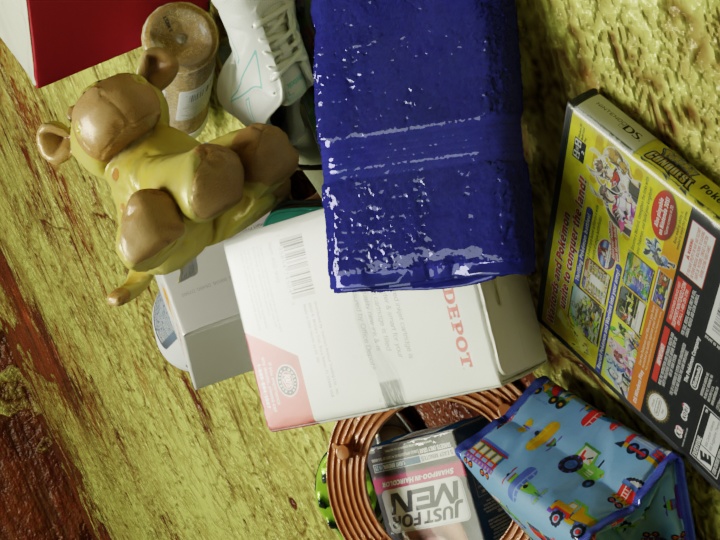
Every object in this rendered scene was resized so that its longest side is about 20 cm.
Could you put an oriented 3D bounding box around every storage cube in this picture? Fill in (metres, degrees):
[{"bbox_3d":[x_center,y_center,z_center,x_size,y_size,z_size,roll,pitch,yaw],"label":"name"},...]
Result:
[{"bbox_3d":[-0.249,-0.299,1.172,0.171,0.179,0.201,51,153,23],"label":"storage cube"}]

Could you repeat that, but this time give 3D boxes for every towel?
[{"bbox_3d":[0.040,-0.089,0.854,0.146,0.049,0.202,-5,89,30],"label":"towel"}]

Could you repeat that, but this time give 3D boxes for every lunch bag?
[{"bbox_3d":[0.175,0.198,0.957,0.150,0.094,0.201,31,153,55],"label":"lunch bag"}]

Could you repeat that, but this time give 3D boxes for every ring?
[{"bbox_3d":[0.062,0.168,1.065,0.201,0.200,0.019,58,-161,10],"label":"ring"}]

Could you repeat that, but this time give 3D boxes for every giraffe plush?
[{"bbox_3d":[-0.162,-0.089,1.043,0.163,0.172,0.200,56,148,6],"label":"giraffe plush"}]

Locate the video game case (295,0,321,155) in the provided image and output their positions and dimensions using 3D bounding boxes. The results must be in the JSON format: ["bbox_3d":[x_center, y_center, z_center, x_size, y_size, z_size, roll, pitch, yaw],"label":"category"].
[{"bbox_3d":[-0.011,-0.163,1.001,0.182,0.022,0.202,-18,91,66],"label":"video game case"}]

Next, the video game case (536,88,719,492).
[{"bbox_3d":[0.184,0.015,0.824,0.181,0.025,0.201,45,152,33],"label":"video game case"}]

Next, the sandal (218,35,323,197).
[{"bbox_3d":[-0.071,-0.120,1.149,0.201,0.057,0.080,49,153,24],"label":"sandal"}]

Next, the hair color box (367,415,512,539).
[{"bbox_3d":[0.082,0.231,1.114,0.099,0.060,0.202,-19,86,38],"label":"hair color box"}]

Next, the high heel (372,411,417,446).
[{"bbox_3d":[0.063,0.201,1.196,0.200,0.071,0.144,34,148,59],"label":"high heel"}]

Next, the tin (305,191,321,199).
[{"bbox_3d":[0.000,0.000,1.160,0.200,0.042,0.113,28,143,51],"label":"tin"}]

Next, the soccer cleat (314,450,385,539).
[{"bbox_3d":[0.000,0.230,1.332,0.067,0.081,0.201,-2,132,14],"label":"soccer cleat"}]

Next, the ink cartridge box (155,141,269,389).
[{"bbox_3d":[-0.121,0.002,1.221,0.129,0.124,0.201,90,159,-63],"label":"ink cartridge box"}]

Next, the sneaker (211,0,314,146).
[{"bbox_3d":[-0.066,-0.174,1.013,0.080,0.070,0.201,48,156,29],"label":"sneaker"}]

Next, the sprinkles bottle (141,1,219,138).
[{"bbox_3d":[-0.168,-0.177,1.233,0.069,0.068,0.200,59,165,6],"label":"sprinkles bottle"}]

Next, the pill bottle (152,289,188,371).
[{"bbox_3d":[-0.155,0.043,1.410,0.120,0.119,0.200,60,156,3],"label":"pill bottle"}]

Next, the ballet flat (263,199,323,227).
[{"bbox_3d":[0.019,-0.031,1.035,0.198,0.068,0.069,7,95,31],"label":"ballet flat"}]

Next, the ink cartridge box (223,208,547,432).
[{"bbox_3d":[0.017,0.022,0.952,0.199,0.083,0.148,-14,89,32],"label":"ink cartridge box"}]
